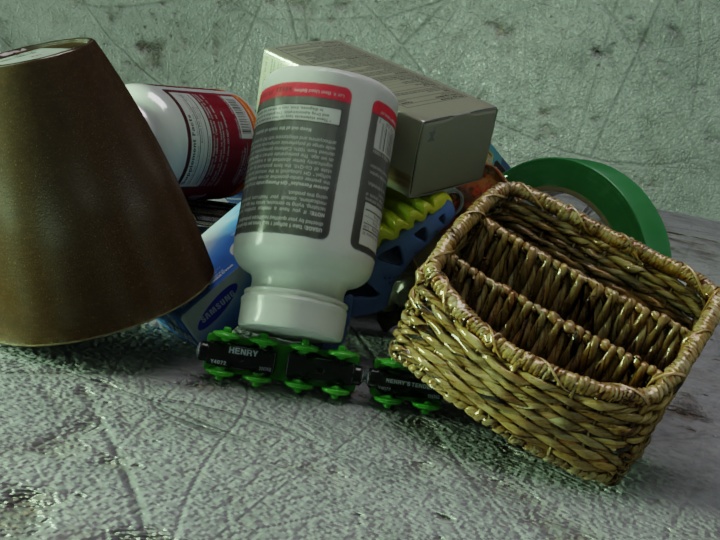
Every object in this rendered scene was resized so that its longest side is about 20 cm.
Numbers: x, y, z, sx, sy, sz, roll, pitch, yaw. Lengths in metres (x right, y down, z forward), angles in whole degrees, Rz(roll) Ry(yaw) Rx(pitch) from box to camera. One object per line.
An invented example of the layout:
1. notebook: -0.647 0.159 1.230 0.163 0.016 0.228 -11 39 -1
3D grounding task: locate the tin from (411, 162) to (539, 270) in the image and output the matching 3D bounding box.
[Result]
1. tin: 0.105 -0.014 1.002 0.042 0.112 0.200 46 11 -44

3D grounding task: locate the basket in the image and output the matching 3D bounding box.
1. basket: 0.138 0.038 0.835 0.200 0.149 0.143 32 17 18

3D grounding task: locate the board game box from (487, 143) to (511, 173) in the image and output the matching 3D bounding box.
1. board game box: 0.072 -0.083 1.251 0.200 0.047 0.151 -1 -24 32

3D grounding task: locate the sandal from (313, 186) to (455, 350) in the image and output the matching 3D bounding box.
1. sandal: 0.000 0.000 1.006 0.200 0.087 0.079 -35 28 -1

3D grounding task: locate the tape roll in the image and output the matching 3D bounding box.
1. tape roll: 0.183 -0.003 1.061 0.200 0.201 0.048 19 14 39

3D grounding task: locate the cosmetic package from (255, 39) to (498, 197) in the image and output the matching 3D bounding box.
1. cosmetic package: 0.011 -0.140 1.032 0.105 0.071 0.200 -16 36 -42

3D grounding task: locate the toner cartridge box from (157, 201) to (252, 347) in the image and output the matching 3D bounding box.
1. toner cartridge box: -0.089 -0.021 0.992 0.200 0.043 0.095 -43 31 -18

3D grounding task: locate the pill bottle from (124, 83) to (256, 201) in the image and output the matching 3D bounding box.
1. pill bottle: -0.189 -0.121 1.111 0.113 0.113 0.200 15 12 27

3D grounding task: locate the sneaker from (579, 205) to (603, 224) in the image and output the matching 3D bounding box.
1. sneaker: 0.208 0.007 1.231 0.082 0.200 0.075 52 38 -2

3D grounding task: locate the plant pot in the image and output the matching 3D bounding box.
1. plant pot: -0.227 -0.071 0.895 0.187 0.200 0.187 -10 20 4

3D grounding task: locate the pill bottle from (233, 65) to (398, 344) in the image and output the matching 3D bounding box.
1. pill bottle: -0.038 -0.048 0.900 0.111 0.200 0.111 9 -11 2

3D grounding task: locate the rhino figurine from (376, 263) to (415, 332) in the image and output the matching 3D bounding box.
1. rhino figurine: 0.027 -0.046 1.109 0.087 0.200 0.060 -19 -4 24

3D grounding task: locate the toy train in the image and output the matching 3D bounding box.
1. toy train: -0.027 0.076 0.899 0.200 0.042 0.056 10 1 -2

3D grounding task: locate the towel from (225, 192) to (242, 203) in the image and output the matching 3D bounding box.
1. towel: -0.062 -0.059 1.303 0.145 0.024 0.200 2 -21 18

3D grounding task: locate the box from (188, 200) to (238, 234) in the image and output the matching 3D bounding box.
1. box: -0.142 -0.015 1.132 0.200 0.086 0.164 7 11 -16
